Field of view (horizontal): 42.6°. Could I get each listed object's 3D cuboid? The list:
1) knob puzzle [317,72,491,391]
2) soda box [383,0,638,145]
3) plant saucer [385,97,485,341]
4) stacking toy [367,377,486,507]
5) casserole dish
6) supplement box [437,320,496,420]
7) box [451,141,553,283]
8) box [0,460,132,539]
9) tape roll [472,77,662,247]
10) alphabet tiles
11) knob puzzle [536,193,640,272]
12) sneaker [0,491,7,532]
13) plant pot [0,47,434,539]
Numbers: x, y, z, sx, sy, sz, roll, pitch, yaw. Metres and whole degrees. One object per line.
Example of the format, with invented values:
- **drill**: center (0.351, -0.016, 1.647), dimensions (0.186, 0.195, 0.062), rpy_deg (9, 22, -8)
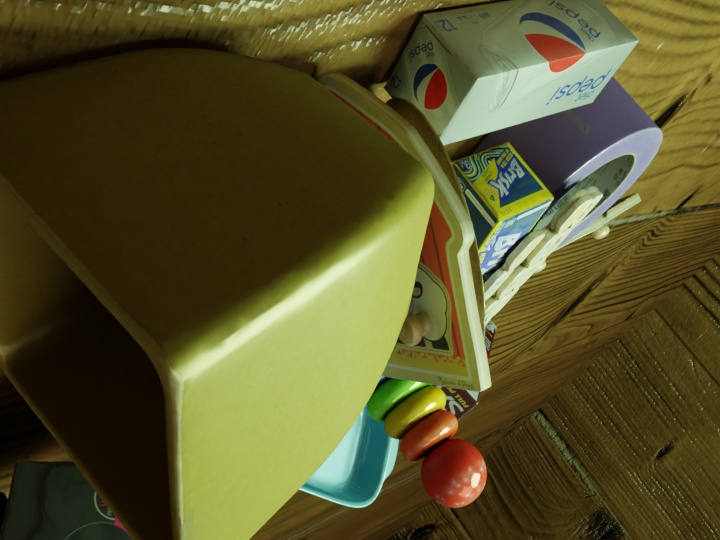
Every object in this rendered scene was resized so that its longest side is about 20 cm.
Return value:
- **knob puzzle**: center (-0.004, -0.024, 0.595), dimensions (0.030, 0.221, 0.221), rpy_deg (-20, 155, -33)
- **soda box**: center (0.115, -0.153, 0.678), dimensions (0.198, 0.064, 0.069), rpy_deg (-21, 155, -40)
- **plant saucer**: center (0.029, -0.017, 0.651), dimensions (0.035, 0.203, 0.201), rpy_deg (-14, 155, -14)
- **stacking toy**: center (0.038, 0.104, 0.772), dimensions (0.085, 0.201, 0.086), rpy_deg (-31, 160, -13)
- **casserole dish**: center (-0.041, 0.138, 0.829), dimensions (0.038, 0.123, 0.199), rpy_deg (-6, 153, 43)
- **supplement box**: center (0.078, 0.074, 0.961), dimensions (0.061, 0.109, 0.200), rpy_deg (-42, -175, 22)
- **box**: center (0.080, -0.013, 0.786), dimensions (0.069, 0.065, 0.201), rpy_deg (-23, 156, -34)
- **box**: center (-0.192, 0.237, 0.667), dimensions (0.104, 0.124, 0.201), rpy_deg (2, 142, -7)
- **tape roll**: center (0.193, -0.098, 0.910), dimensions (0.198, 0.085, 0.201), rpy_deg (-33, 161, -12)
- **alphabet tiles**: center (0.146, 0.004, 0.851), dimensions (0.201, 0.015, 0.195), rpy_deg (-51, 166, 22)
- **knob puzzle**: center (0.211, -0.020, 1.082), dimensions (0.217, 0.031, 0.220), rpy_deg (-26, -178, 1)
- **sneaker**: center (-0.306, 0.217, 0.717), dimensions (0.072, 0.113, 0.201), rpy_deg (-22, 156, -32)
- **plant pot**: center (-0.071, 0.002, 0.487), dimensions (0.199, 0.194, 0.197), rpy_deg (-31, 148, -33)
